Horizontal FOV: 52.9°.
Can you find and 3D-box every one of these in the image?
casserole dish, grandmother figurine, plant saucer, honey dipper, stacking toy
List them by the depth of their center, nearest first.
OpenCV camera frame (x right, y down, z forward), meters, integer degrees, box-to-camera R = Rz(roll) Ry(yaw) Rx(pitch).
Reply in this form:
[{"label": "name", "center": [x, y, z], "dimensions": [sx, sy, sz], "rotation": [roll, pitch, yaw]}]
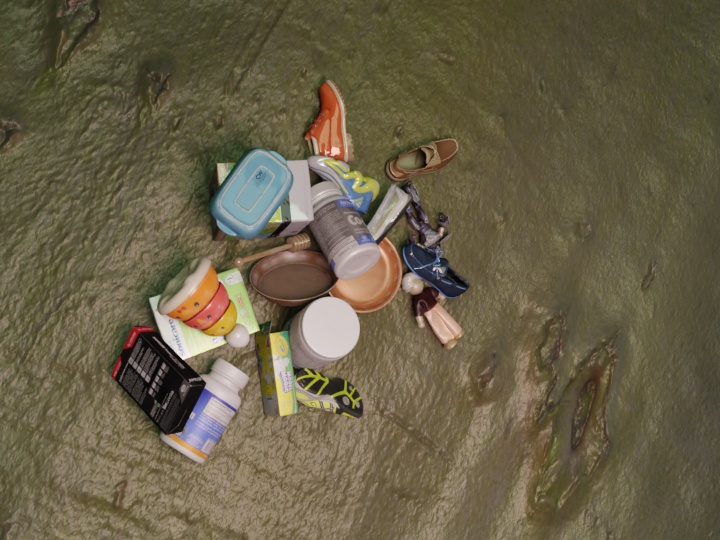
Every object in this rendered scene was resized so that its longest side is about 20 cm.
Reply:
[{"label": "casserole dish", "center": [-0.213, -0.159, 1.445], "dimensions": [0.121, 0.039, 0.201], "rotation": [36, 73, -10]}, {"label": "stacking toy", "center": [-0.298, 0.084, 1.473], "dimensions": [0.200, 0.146, 0.147], "rotation": [44, 72, -22]}, {"label": "plant saucer", "center": [-0.144, 0.020, 1.595], "dimensions": [0.198, 0.201, 0.035], "rotation": [-14, 126, -18]}, {"label": "honey dipper", "center": [-0.199, -0.043, 1.610], "dimensions": [0.199, 0.038, 0.038], "rotation": [-20, 88, -38]}, {"label": "plant saucer", "center": [0.000, 0.000, 1.700], "dimensions": [0.198, 0.037, 0.203], "rotation": [3, 81, -18]}, {"label": "grandmother figurine", "center": [0.168, 0.086, 1.726], "dimensions": [0.201, 0.060, 0.121], "rotation": [52, 40, -8]}]

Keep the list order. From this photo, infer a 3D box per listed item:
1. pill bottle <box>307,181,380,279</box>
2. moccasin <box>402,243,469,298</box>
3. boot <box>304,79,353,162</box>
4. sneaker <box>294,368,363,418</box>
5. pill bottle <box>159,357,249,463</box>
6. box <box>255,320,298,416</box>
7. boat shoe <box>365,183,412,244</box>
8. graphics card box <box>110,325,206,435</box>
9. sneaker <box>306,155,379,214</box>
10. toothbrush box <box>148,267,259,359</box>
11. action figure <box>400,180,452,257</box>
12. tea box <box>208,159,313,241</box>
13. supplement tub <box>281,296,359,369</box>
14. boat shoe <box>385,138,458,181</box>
[{"label": "pill bottle", "center": [-0.048, -0.091, 1.591], "dimensions": [0.113, 0.114, 0.201], "rotation": [-22, 64, -19]}, {"label": "moccasin", "center": [0.184, -0.010, 1.713], "dimensions": [0.199, 0.068, 0.081], "rotation": [33, 50, -34]}, {"label": "boot", "center": [-0.085, -0.350, 1.706], "dimensions": [0.106, 0.075, 0.202], "rotation": [-10, 86, -13]}, {"label": "sneaker", "center": [-0.078, 0.282, 1.625], "dimensions": [0.199, 0.076, 0.076], "rotation": [32, 39, -26]}, {"label": "pill bottle", "center": [-0.322, 0.290, 1.520], "dimensions": [0.112, 0.112, 0.201], "rotation": [34, 74, -10]}, {"label": "box", "center": [-0.185, 0.211, 1.570], "dimensions": [0.048, 0.117, 0.202], "rotation": [-7, 84, -26]}, {"label": "boat shoe", "center": [0.035, -0.107, 1.666], "dimensions": [0.065, 0.074, 0.202], "rotation": [40, 87, 9]}, {"label": "graphics card box", "center": [-0.409, 0.219, 1.458], "dimensions": [0.199, 0.051, 0.126], "rotation": [37, 105, 28]}, {"label": "sneaker", "center": [-0.046, -0.191, 1.680], "dimensions": [0.198, 0.076, 0.106], "rotation": [20, 83, -27]}, {"label": "toothbrush box", "center": [-0.336, 0.098, 1.556], "dimensions": [0.198, 0.086, 0.147], "rotation": [-21, 88, -20]}, {"label": "action figure", "center": [0.146, -0.113, 1.746], "dimensions": [0.130, 0.069, 0.201], "rotation": [-36, 97, -23]}, {"label": "tea box", "center": [-0.221, -0.148, 1.566], "dimensions": [0.195, 0.200, 0.135], "rotation": [-4, 84, -16]}, {"label": "supplement tub", "center": [-0.092, 0.139, 1.560], "dimensions": [0.131, 0.200, 0.133], "rotation": [6, 72, -19]}, {"label": "boat shoe", "center": [0.158, -0.273, 1.767], "dimensions": [0.199, 0.074, 0.076], "rotation": [-26, 91, -19]}]
